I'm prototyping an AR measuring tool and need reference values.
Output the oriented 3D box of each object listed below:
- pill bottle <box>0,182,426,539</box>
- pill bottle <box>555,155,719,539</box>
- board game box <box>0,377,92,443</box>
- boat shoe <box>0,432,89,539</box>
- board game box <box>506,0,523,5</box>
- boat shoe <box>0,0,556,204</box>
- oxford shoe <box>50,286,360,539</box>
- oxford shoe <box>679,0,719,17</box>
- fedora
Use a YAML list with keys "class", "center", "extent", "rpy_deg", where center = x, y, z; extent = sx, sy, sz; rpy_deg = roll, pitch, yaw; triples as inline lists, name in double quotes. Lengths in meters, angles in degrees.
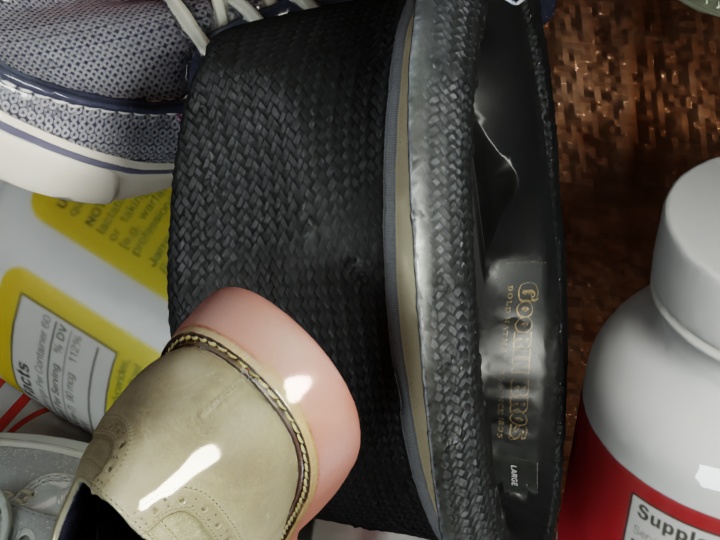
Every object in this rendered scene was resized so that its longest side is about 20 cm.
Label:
- class: "pill bottle"
  center: [-0.053, 0.007, 0.956]
  extent: [0.199, 0.114, 0.115]
  rpy_deg: [31, 128, 19]
- class: "pill bottle"
  center: [0.114, 0.072, 0.872]
  extent: [0.112, 0.112, 0.201]
  rpy_deg: [23, 125, 24]
- class: "board game box"
  center: [-0.088, 0.127, 1.044]
  extent: [0.151, 0.046, 0.200]
  rpy_deg: [30, 151, 19]
- class: "boat shoe"
  center: [-0.069, 0.109, 0.903]
  extent: [0.201, 0.065, 0.075]
  rpy_deg: [26, 111, 20]
- class: "board game box"
  center: [0.003, -0.158, 0.636]
  extent: [0.199, 0.041, 0.199]
  rpy_deg: [32, 153, -13]
- class: "boat shoe"
  center: [-0.034, -0.073, 0.859]
  extent: [0.093, 0.199, 0.075]
  rpy_deg: [-51, 56, 34]
- class: "oxford shoe"
  center: [-0.055, 0.082, 0.775]
  extent: [0.071, 0.074, 0.200]
  rpy_deg: [38, 148, 18]
- class: "oxford shoe"
  center: [0.080, -0.118, 0.837]
  extent: [0.199, 0.058, 0.076]
  rpy_deg: [15, 117, 11]
- class: "fedora"
  center: [0.000, 0.000, 0.803]
  extent: [0.091, 0.201, 0.202]
  rpy_deg: [-2, 115, 12]
